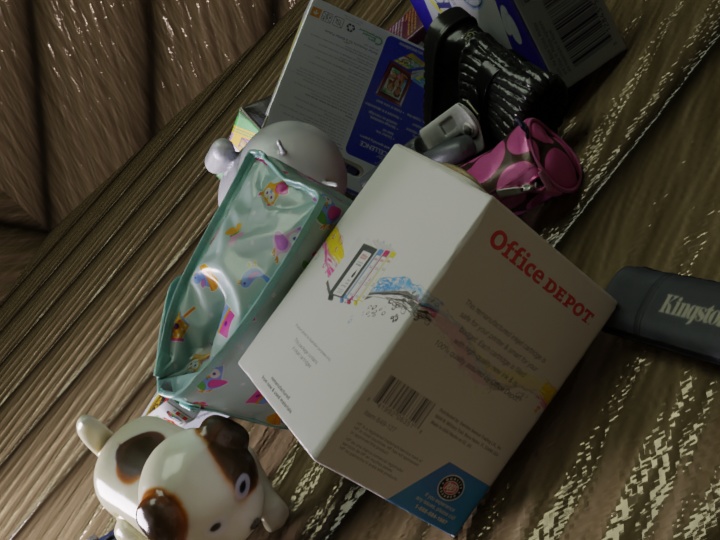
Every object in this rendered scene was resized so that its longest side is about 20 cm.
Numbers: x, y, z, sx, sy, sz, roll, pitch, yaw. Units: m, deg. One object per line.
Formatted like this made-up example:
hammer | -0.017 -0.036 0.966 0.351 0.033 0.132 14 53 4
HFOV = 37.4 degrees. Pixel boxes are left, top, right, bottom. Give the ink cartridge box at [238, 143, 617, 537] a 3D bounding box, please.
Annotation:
ink cartridge box | 0.044 0.044 0.747 0.201 0.147 0.145 -54 34 1

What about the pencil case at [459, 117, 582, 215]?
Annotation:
pencil case | 0.106 -0.060 0.996 0.199 0.091 0.094 -35 25 35

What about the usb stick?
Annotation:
usb stick | 0.217 0.031 0.670 0.056 0.033 0.200 -51 21 -8

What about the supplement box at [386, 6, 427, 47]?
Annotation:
supplement box | 0.063 -0.232 1.346 0.199 0.131 0.104 -38 23 25

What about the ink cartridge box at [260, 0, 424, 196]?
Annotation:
ink cartridge box | -0.003 -0.184 1.223 0.047 0.196 0.202 151 141 -75

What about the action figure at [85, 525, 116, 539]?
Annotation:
action figure | -0.276 0.325 1.075 0.199 0.106 0.192 -30 14 -38

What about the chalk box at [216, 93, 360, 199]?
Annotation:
chalk box | -0.055 -0.105 1.270 0.124 0.200 0.124 -30 -18 -38

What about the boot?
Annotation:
boot | 0.139 -0.157 1.104 0.079 0.212 0.158 -39 60 -12

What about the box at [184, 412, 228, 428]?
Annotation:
box | -0.156 0.099 1.289 0.155 0.041 0.201 -26 29 44

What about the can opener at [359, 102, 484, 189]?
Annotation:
can opener | 0.057 -0.112 1.101 0.066 0.053 0.200 -30 0 -33

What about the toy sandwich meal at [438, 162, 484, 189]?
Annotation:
toy sandwich meal | 0.035 -0.005 0.942 0.204 0.070 0.208 -15 69 44

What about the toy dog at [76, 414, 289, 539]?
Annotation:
toy dog | -0.146 0.180 0.907 0.139 0.195 0.200 -41 10 -24

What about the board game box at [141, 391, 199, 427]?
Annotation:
board game box | -0.144 0.067 1.061 0.201 0.034 0.126 -60 12 -27

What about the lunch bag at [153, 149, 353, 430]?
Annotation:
lunch bag | -0.058 0.032 0.854 0.122 0.170 0.202 36 99 42

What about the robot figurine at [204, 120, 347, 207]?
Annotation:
robot figurine | -0.080 -0.084 1.091 0.200 0.168 0.114 -28 42 69

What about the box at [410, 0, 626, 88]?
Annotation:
box | 0.156 -0.283 1.144 0.104 0.185 0.200 -35 16 -16
